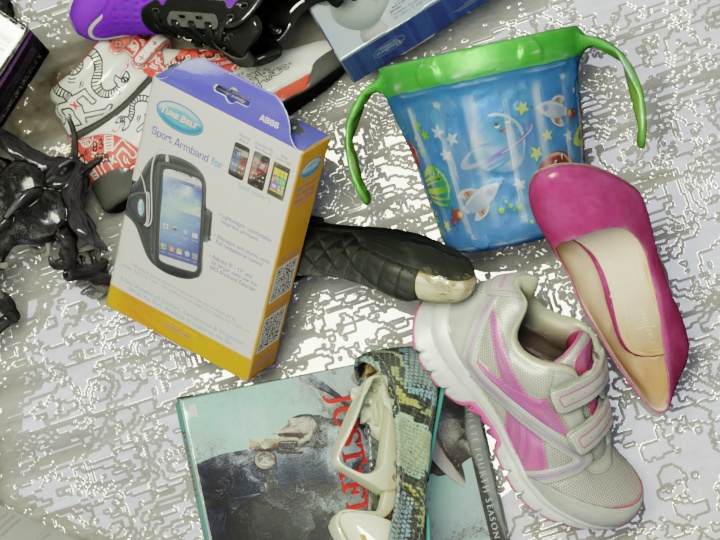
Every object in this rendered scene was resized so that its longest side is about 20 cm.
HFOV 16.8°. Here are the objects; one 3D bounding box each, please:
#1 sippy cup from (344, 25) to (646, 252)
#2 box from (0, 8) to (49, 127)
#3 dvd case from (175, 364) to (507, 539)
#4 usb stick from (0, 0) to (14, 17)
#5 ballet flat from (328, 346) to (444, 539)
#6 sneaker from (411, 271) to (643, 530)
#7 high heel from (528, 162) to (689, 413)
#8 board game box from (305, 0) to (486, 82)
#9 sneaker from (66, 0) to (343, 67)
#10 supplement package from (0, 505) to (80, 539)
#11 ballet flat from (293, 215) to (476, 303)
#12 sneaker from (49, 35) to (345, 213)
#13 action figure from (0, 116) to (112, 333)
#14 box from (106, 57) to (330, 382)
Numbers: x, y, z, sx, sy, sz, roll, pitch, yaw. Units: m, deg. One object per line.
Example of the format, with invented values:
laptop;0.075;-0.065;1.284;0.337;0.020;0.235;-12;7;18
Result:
sippy cup;0.090;-0.083;1.591;0.177;0.139;0.131;-8;95;41
box;-0.259;-0.100;1.590;0.036;0.200;0.143;33;90;-5
dvd case;-0.011;0.136;1.595;0.199;0.022;0.147;-10;82;-18
usb stick;-0.308;-0.113;1.678;0.055;0.033;0.201;32;90;19
ballet flat;0.012;0.144;1.553;0.074;0.074;0.201;2;68;6
sneaker;0.123;0.083;1.560;0.088;0.081;0.200;-31;109;35
high heel;0.157;0.011;1.531;0.067;0.200;0.096;-12;58;16
board game box;0.031;-0.258;1.625;0.199;0.043;0.200;-31;66;3
sneaker;-0.097;-0.174;1.577;0.199;0.070;0.100;-20;71;17
supplement package;-0.287;0.215;1.592;0.199;0.117;0.118;23;110;8
ballet flat;0.000;0.000;1.590;0.199;0.066;0.057;12;102;45
sneaker;-0.112;-0.133;1.643;0.201;0.067;0.108;-30;85;6
action figure;-0.230;-0.018;1.631;0.119;0.102;0.200;46;107;10
box;-0.092;-0.041;1.578;0.119;0.041;0.201;28;120;20
